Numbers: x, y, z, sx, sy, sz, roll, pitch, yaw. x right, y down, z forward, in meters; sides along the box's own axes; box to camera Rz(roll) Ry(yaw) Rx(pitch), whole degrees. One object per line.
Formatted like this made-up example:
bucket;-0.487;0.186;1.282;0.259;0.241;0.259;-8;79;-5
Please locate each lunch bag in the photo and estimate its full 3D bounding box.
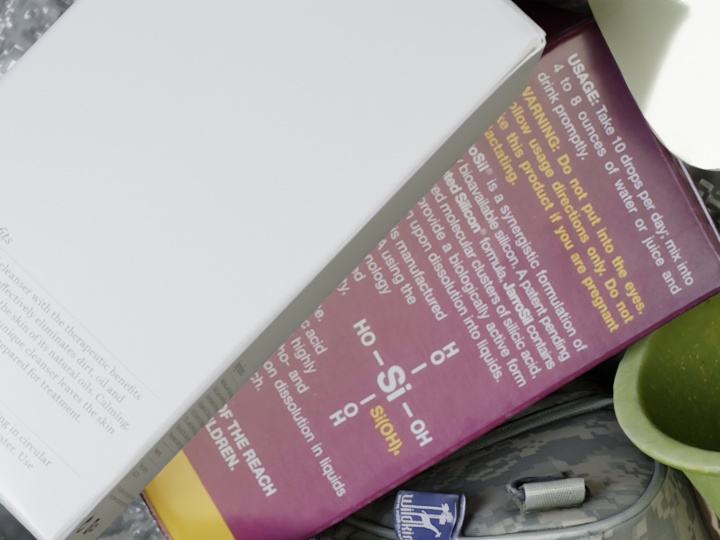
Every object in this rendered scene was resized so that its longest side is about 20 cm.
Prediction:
lunch bag;0.067;0.144;1.004;0.139;0.168;0.200;-18;103;-9

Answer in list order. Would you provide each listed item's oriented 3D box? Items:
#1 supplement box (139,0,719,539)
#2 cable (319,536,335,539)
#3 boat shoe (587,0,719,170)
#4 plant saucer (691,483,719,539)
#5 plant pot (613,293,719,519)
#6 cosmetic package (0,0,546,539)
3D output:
supplement box;0.000;0.000;0.982;0.200;0.131;0.103;-30;105;-4
cable;-0.058;0.176;0.891;0.200;0.051;0.163;-26;116;-45
boat shoe;0.091;-0.129;0.913;0.074;0.063;0.202;-20;91;26
plant saucer;0.210;0.047;1.032;0.200;0.029;0.200;1;103;7
plant pot;0.208;0.079;0.945;0.200;0.200;0.190;-30;110;-6
cosmetic package;-0.052;-0.025;0.863;0.108;0.085;0.200;45;84;5
